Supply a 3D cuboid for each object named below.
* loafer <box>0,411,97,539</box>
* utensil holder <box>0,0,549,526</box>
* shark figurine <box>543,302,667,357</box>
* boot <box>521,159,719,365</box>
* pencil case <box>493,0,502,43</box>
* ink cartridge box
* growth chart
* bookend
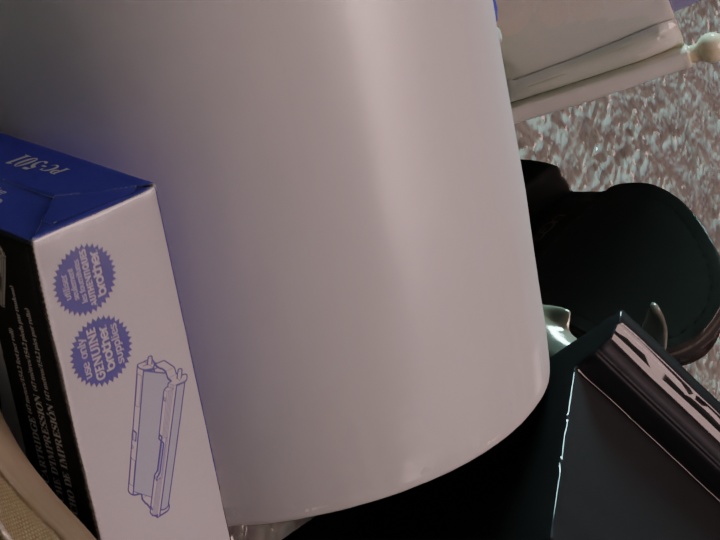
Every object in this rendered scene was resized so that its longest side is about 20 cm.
[{"bbox_3d":[-0.117,0.075,0.689,0.068,0.076,0.200,-21,77,-54],"label":"loafer"},{"bbox_3d":[-0.034,-0.046,0.813,0.170,0.169,0.201,-47,129,-57],"label":"utensil holder"},{"bbox_3d":[0.014,0.014,0.963,0.090,0.214,0.128,-51,172,-11],"label":"shark figurine"},{"bbox_3d":[0.119,0.043,1.102,0.069,0.200,0.174,-39,119,-10],"label":"boot"},{"bbox_3d":[0.017,-0.144,0.961,0.087,0.078,0.200,26,40,-15],"label":"pencil case"},{"bbox_3d":[-0.080,0.066,0.752,0.044,0.094,0.201,-26,117,-31],"label":"ink cartridge box"},{"bbox_3d":[0.083,-0.150,1.082,0.018,0.144,0.201,-91,166,-57],"label":"growth chart"},{"bbox_3d":[0.030,0.147,0.820,0.092,0.200,0.199,42,32,-19],"label":"bookend"}]
